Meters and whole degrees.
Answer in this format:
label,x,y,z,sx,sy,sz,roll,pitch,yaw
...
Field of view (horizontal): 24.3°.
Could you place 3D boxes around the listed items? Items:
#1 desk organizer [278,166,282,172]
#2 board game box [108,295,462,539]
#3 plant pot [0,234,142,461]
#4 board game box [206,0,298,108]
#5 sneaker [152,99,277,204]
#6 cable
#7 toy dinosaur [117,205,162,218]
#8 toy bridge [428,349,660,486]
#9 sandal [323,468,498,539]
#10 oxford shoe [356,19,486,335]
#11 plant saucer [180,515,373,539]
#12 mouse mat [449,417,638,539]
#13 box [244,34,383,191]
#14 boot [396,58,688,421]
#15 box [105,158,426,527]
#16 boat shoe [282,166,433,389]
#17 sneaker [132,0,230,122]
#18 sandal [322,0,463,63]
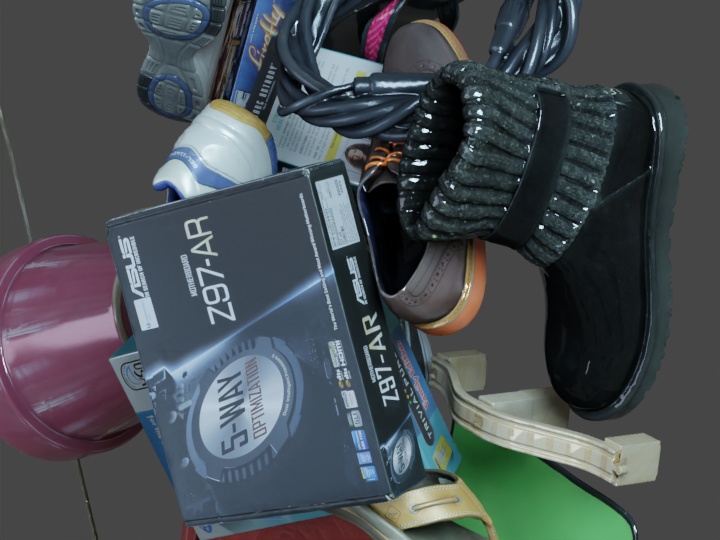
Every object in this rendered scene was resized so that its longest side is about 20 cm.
label,x,y,z,sx,sy,sz,roll,pitch,yaw
desk organizer,-0.037,0.004,1.253,0.077,0.072,0.201,21,110,59
board game box,-0.053,0.094,1.133,0.200,0.047,0.151,-16,108,30
plant pot,-0.220,0.056,1.459,0.179,0.200,0.201,-17,78,42
board game box,-0.085,-0.145,1.255,0.200,0.035,0.136,-130,55,-77
sneaker,-0.098,-0.021,1.136,0.075,0.088,0.200,23,146,29
cable,0.037,-0.145,0.997,0.163,0.200,0.051,50,177,30
toy dinosaur,-0.118,-0.034,1.351,0.200,0.101,0.058,37,123,52
toy bridge,0.100,0.090,1.040,0.200,0.067,0.027,25,114,56
sandal,0.035,0.146,1.057,0.200,0.080,0.054,29,103,11
oxford shoe,0.035,-0.066,1.000,0.071,0.072,0.201,-16,67,28
plant saucer,-0.051,0.201,1.226,0.200,0.037,0.200,18,112,22
mouse mat,0.107,0.193,1.096,0.200,0.008,0.161,32,120,52
box,0.014,-0.090,1.096,0.200,0.049,0.082,20,88,35
boot,0.096,-0.013,0.949,0.079,0.157,0.212,20,109,56
box,-0.059,0.047,1.013,0.160,0.043,0.201,-11,95,33
boat shoe,0.000,0.000,1.155,0.200,0.072,0.071,65,-171,2
sneaker,-0.140,-0.209,1.359,0.200,0.074,0.087,113,177,-56
sandal,0.033,-0.167,1.120,0.200,0.075,0.045,-31,68,52
